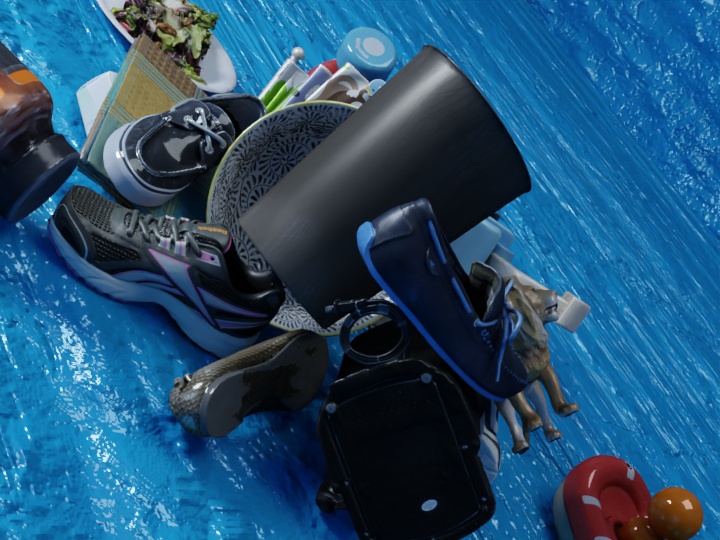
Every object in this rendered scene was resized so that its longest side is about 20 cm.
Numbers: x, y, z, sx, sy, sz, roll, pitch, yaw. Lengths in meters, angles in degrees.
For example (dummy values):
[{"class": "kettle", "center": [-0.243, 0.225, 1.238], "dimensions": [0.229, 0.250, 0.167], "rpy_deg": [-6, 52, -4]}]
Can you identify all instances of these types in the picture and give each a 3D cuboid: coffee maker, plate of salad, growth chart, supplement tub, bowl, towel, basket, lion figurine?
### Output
[{"class": "coffee maker", "center": [0.042, 0.097, 0.936], "dimensions": [0.135, 0.192, 0.200], "rpy_deg": [4, 12, 4]}, {"class": "plate of salad", "center": [-0.211, -0.275, 1.308], "dimensions": [0.200, 0.048, 0.200], "rpy_deg": [38, 24, -20]}, {"class": "growth chart", "center": [-0.016, -0.135, 1.178], "dimensions": [0.200, 0.145, 0.018], "rpy_deg": [31, -5, 1]}, {"class": "supplement tub", "center": [-0.294, -0.127, 0.835], "dimensions": [0.200, 0.107, 0.107], "rpy_deg": [45, 22, -1]}, {"class": "bowl", "center": [-0.044, -0.047, 1.039], "dimensions": [0.201, 0.201, 0.094], "rpy_deg": [38, -6, -17]}, {"class": "towel", "center": [-0.168, -0.105, 1.028], "dimensions": [0.147, 0.022, 0.200], "rpy_deg": [45, 32, -28]}, {"class": "basket", "center": [0.015, -0.057, 0.934], "dimensions": [0.136, 0.200, 0.180], "rpy_deg": [52, 0, 17]}, {"class": "lion figurine", "center": [0.136, 0.089, 1.040], "dimensions": [0.123, 0.072, 0.200], "rpy_deg": [63, -15, 19]}]

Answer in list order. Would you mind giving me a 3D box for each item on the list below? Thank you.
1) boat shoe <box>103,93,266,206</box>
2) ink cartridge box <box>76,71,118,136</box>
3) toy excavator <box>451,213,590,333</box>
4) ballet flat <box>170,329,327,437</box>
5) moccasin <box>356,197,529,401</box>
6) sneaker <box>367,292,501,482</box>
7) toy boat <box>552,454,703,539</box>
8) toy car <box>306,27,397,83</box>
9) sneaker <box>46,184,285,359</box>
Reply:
[{"class": "boat shoe", "center": [-0.138, -0.110, 0.985], "dimensions": [0.072, 0.068, 0.200], "rpy_deg": [60, 28, -2]}, {"class": "ink cartridge box", "center": [-0.164, -0.071, 1.072], "dimensions": [0.161, 0.050, 0.200], "rpy_deg": [10, 60, -55]}, {"class": "toy excavator", "center": [0.144, -0.012, 1.330], "dimensions": [0.194, 0.100, 0.200], "rpy_deg": [32, 7, -25]}, {"class": "ballet flat", "center": [-0.083, 0.084, 0.901], "dimensions": [0.046, 0.067, 0.200], "rpy_deg": [9, 12, 25]}, {"class": "moccasin", "center": [0.077, 0.027, 0.848], "dimensions": [0.200, 0.068, 0.080], "rpy_deg": [45, 15, -41]}, {"class": "sneaker", "center": [0.074, 0.098, 1.105], "dimensions": [0.199, 0.079, 0.130], "rpy_deg": [57, 14, -5]}, {"class": "toy boat", "center": [0.273, 0.256, 1.136], "dimensions": [0.130, 0.131, 0.200], "rpy_deg": [34, 25, -27]}, {"class": "toy car", "center": [-0.047, -0.126, 1.246], "dimensions": [0.200, 0.184, 0.177], "rpy_deg": [-27, 75, -34]}, {"class": "sneaker", "center": [-0.143, -0.015, 0.921], "dimensions": [0.200, 0.086, 0.080], "rpy_deg": [32, 33, -29]}]
